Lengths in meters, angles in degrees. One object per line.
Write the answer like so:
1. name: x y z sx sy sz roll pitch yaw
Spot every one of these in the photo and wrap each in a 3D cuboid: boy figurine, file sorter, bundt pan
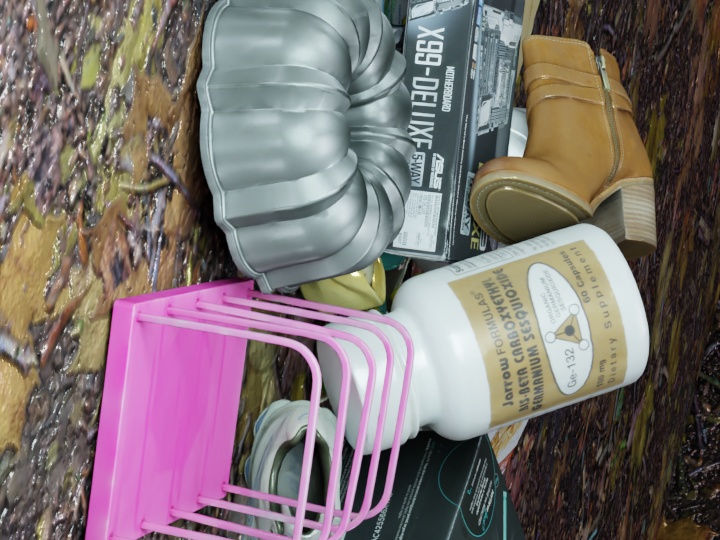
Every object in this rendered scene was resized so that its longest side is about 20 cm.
1. boy figurine: -0.008 -0.068 1.467 0.124 0.064 0.200 -14 109 -76
2. file sorter: -0.057 0.088 1.261 0.200 0.125 0.139 -13 111 -74
3. bundt pan: -0.022 -0.088 1.300 0.202 0.076 0.202 -4 90 -70

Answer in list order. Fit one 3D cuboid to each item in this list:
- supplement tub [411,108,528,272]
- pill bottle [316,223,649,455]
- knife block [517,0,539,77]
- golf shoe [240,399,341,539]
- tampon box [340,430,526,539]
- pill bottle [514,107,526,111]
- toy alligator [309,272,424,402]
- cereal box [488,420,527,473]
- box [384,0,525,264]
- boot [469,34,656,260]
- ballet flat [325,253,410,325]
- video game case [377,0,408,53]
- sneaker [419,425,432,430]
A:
1. supplement tub: 0.100 -0.057 1.688 0.200 0.140 0.141 -28 126 -83
2. pill bottle: 0.079 0.049 1.446 0.114 0.200 0.115 162 -90 -75
3. knife block: 0.106 -0.268 1.758 0.176 0.064 0.200 73 31 -57
4. golf shoe: -0.048 0.184 1.405 0.097 0.078 0.200 166 -75 -84
5. tampon box: 0.044 0.239 1.625 0.150 0.126 0.200 -68 146 -45
6. pill bottle: 0.132 -0.031 1.890 0.116 0.116 0.200 48 53 -71
7. toy alligator: 0.010 0.063 1.519 0.200 0.059 0.054 -37 171 -15
8. cereal box: 0.109 0.099 1.725 0.144 0.039 0.200 -28 144 -61
9. box: 0.066 -0.104 1.506 0.158 0.050 0.200 8 88 -74
10. boot: 0.137 -0.097 1.526 0.200 0.077 0.155 10 65 -43
11. ballet flat: 0.000 0.000 1.570 0.062 0.067 0.200 -140 -120 -75
12. video game case: 0.028 -0.179 1.606 0.182 0.022 0.200 -56 152 -56
13. sneaker: 0.040 0.121 1.763 0.100 0.075 0.200 -60 163 -9
